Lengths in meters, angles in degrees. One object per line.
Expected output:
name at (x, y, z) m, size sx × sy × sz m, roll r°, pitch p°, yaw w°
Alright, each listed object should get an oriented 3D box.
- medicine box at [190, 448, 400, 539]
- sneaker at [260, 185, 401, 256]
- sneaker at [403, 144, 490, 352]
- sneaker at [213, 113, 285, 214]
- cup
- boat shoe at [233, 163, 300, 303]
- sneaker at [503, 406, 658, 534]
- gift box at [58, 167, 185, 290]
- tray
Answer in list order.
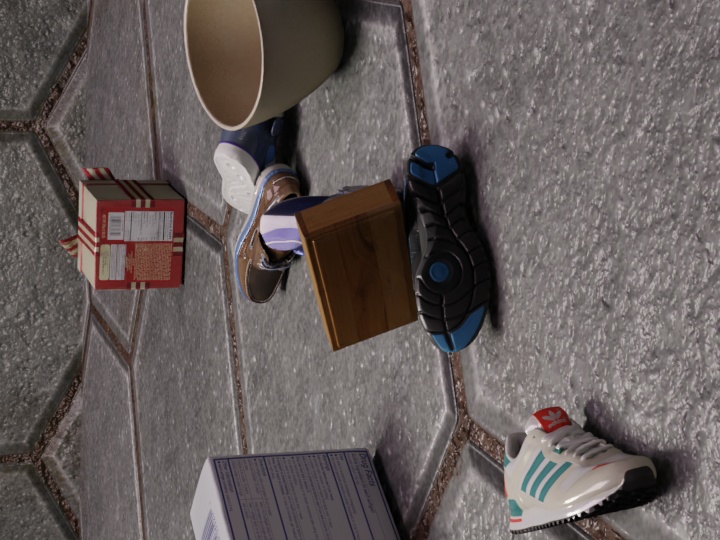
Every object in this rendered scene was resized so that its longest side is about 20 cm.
medicine box at (-0.066, 0.300, 1.516) m, size 0.183 × 0.197 × 0.104 m, roll -112°, pitch 32°, yaw -42°
sneaker at (-0.018, -0.021, 1.444) m, size 0.080 × 0.199 × 0.117 m, roll 5°, pitch 102°, yaw 31°
sneaker at (0.082, -0.016, 1.337) m, size 0.082 × 0.072 × 0.203 m, roll 97°, pitch 170°, yaw -70°
sneaker at (-0.133, -0.171, 1.880) m, size 0.201 × 0.080 × 0.148 m, roll 75°, pitch -144°, yaw -66°
cup at (-0.103, -0.276, 1.648) m, size 0.200 × 0.142 × 0.203 m, roll 27°, pitch 122°, yaw 53°
boat shoe at (-0.120, -0.036, 1.830) m, size 0.073 × 0.071 × 0.203 m, roll -125°, pitch 39°, yaw -52°
sneaker at (0.163, 0.153, 1.109) m, size 0.200 × 0.069 × 0.095 m, roll 138°, pitch 122°, yaw -66°
gift box at (-0.419, -0.074, 2.440) m, size 0.187 × 0.197 × 0.188 m, roll -144°, pitch 60°, yaw -65°
tray at (0.000, 0.000, 1.387) m, size 0.201 × 0.097 × 0.037 m, roll 78°, pitch 170°, yaw -53°
